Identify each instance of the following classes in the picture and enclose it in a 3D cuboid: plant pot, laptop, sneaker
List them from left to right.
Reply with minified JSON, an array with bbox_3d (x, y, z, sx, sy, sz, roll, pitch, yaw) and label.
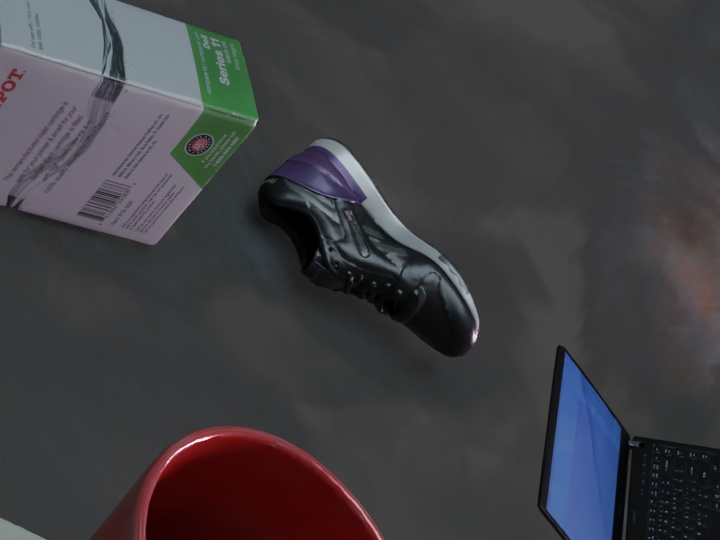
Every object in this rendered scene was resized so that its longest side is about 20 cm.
[{"bbox_3d":[-0.095,0.215,1.120,0.200,0.177,0.201,29,41,-28],"label":"plant pot"},{"bbox_3d":[0.000,0.000,1.512,0.200,0.076,0.087,48,52,7],"label":"sneaker"},{"bbox_3d":[0.237,0.165,1.539,0.199,0.104,0.178,8,43,5],"label":"laptop"}]

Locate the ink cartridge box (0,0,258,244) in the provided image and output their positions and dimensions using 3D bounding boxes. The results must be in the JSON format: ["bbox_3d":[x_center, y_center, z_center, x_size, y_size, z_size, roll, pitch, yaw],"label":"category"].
[{"bbox_3d":[-0.194,-0.110,1.350,0.199,0.147,0.083,15,46,-35],"label":"ink cartridge box"}]

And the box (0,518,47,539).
[{"bbox_3d":[-0.231,0.233,1.024,0.109,0.128,0.201,28,42,-22],"label":"box"}]
